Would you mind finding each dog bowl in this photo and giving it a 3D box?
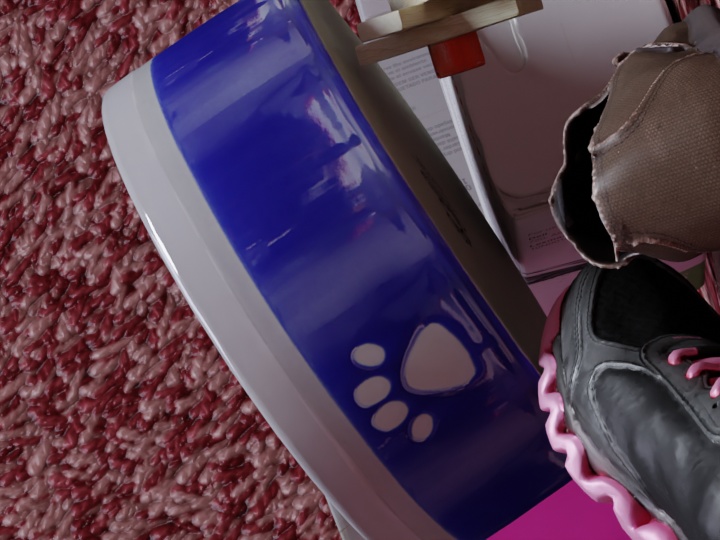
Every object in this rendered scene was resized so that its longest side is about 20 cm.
[{"bbox_3d":[0.000,0.000,0.896,0.200,0.079,0.200,55,-173,-11],"label":"dog bowl"}]

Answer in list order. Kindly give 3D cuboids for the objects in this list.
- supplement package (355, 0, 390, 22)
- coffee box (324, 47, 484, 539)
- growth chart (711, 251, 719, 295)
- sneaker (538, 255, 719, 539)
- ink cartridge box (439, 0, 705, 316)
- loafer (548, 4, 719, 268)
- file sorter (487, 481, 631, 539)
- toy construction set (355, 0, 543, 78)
[{"bbox_3d":[0.070,-0.161,2.116,0.114,0.109,0.200,-106,-2,-57],"label":"supplement package"},{"bbox_3d":[0.050,0.009,1.348,0.200,0.199,0.198,-111,1,-49],"label":"coffee box"},{"bbox_3d":[0.150,0.061,0.881,0.200,0.018,0.145,-105,-3,-52],"label":"growth chart"},{"bbox_3d":[0.117,0.057,0.760,0.200,0.079,0.096,66,146,39],"label":"sneaker"},{"bbox_3d":[0.078,-0.070,1.035,0.200,0.084,0.146,70,-178,-74],"label":"ink cartridge box"},{"bbox_3d":[0.087,-0.038,0.787,0.200,0.071,0.073,-12,-95,-88],"label":"loafer"},{"bbox_3d":[0.119,0.138,1.100,0.200,0.139,0.126,-104,-6,-67],"label":"file sorter"},{"bbox_3d":[0.020,-0.157,0.832,0.092,0.131,0.200,-76,-33,-69],"label":"toy construction set"}]
